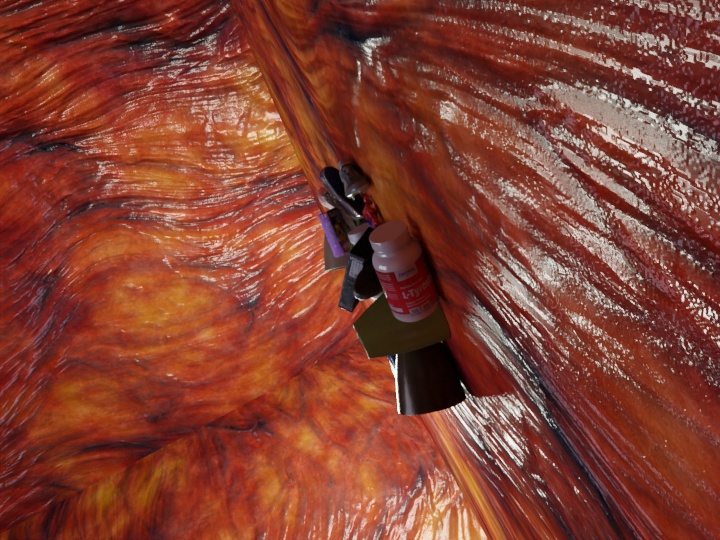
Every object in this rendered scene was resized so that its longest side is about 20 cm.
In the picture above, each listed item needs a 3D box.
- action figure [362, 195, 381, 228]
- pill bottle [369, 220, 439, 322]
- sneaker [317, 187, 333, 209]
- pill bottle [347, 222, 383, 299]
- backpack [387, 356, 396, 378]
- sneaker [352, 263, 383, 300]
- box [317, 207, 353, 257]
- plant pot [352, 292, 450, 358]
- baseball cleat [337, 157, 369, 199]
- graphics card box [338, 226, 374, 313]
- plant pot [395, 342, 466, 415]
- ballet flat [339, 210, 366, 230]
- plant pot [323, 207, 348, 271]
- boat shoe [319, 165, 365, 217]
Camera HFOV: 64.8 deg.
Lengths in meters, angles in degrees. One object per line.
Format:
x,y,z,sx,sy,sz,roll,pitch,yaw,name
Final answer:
0.047,-0.105,1.527,0.065,0.051,0.203,-172,61,-78,action figure
0.091,0.001,1.212,0.202,0.111,0.112,66,175,-29,pill bottle
-0.113,-0.281,2.182,0.201,0.075,0.105,51,173,36,sneaker
0.040,-0.030,1.617,0.202,0.110,0.111,65,175,-15,pill bottle
0.164,0.279,1.780,0.184,0.133,0.201,59,170,39,backpack
0.039,0.027,1.402,0.075,0.200,0.115,26,135,11,sneaker
-0.047,-0.136,1.776,0.200,0.039,0.139,-37,-73,-59,box
0.088,0.126,1.386,0.189,0.198,0.187,63,175,10,plant pot
-0.027,-0.242,1.488,0.108,0.069,0.200,64,175,-8,baseball cleat
0.000,0.000,1.491,0.050,0.126,0.202,24,133,13,graphics card box
0.168,0.256,1.503,0.187,0.184,0.203,134,123,-85,plant pot
0.000,-0.146,1.733,0.202,0.071,0.072,64,175,-17,ballet flat
-0.053,-0.114,1.945,0.187,0.184,0.204,143,115,-85,plant pot
-0.062,-0.213,1.606,0.200,0.072,0.073,47,-130,-38,boat shoe
